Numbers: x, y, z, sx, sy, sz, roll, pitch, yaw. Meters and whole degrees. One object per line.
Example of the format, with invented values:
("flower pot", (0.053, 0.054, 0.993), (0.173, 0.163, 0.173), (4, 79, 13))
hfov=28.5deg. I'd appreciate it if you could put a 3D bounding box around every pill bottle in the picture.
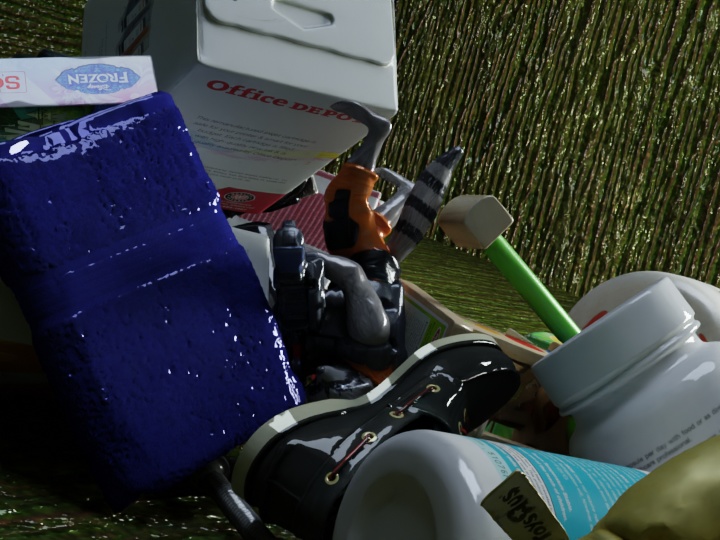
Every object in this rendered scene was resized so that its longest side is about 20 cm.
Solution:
("pill bottle", (0.189, 0.112, 0.798), (0.201, 0.113, 0.113), (57, 12, 6))
("pill bottle", (0.093, 0.143, 0.676), (0.199, 0.112, 0.111), (14, 8, -33))

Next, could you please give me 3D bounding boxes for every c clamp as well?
("c clamp", (-0.042, 0.133, 0.755), (0.170, 0.027, 0.200), (16, 7, -21))

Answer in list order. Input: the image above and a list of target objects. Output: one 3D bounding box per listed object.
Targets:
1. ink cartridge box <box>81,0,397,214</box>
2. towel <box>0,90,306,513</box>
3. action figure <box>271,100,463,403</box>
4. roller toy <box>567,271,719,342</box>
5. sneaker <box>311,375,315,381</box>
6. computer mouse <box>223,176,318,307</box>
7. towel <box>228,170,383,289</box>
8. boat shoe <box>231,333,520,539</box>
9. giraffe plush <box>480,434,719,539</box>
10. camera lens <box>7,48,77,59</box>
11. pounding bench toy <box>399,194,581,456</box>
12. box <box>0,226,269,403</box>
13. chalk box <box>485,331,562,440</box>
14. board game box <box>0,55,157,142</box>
("ink cartridge box", (-0.085, -0.145, 0.950), (0.145, 0.146, 0.200), (10, -22, -30))
("towel", (-0.123, 0.012, 0.767), (0.147, 0.201, 0.049), (-25, 0, -44))
("action figure", (0.000, 0.000, 0.855), (0.104, 0.195, 0.200), (8, -17, 3))
("roller toy", (0.274, 0.094, 1.281), (0.182, 0.201, 0.139), (15, 3, 31))
("sneaker", (-0.016, 0.053, 1.157), (0.200, 0.079, 0.115), (39, 19, 29))
("computer mouse", (-0.089, 0.016, 1.108), (0.138, 0.201, 0.053), (-16, -35, 11))
("towel", (-0.086, -0.006, 1.170), (0.143, 0.201, 0.023), (22, -26, 22))
("boat shoe", (0.024, 0.090, 0.751), (0.063, 0.074, 0.201), (33, 34, 30))
("giraffe plush", (0.134, 0.166, 0.519), (0.200, 0.173, 0.162), (27, 20, -46))
("camera lens", (-0.222, -0.058, 1.089), (0.159, 0.201, 0.160), (18, 6, -2))
("pounding bench toy", (0.097, 0.066, 0.908), (0.155, 0.201, 0.124), (20, 5, -18))
("box", (-0.169, 0.019, 0.842), (0.199, 0.098, 0.124), (14, -22, -35))
("chalk box", (0.164, 0.120, 1.035), (0.199, 0.125, 0.124), (20, 6, 22))
("board game box", (-0.231, -0.048, 0.877), (0.198, 0.200, 0.041), (-4, 55, -15))
